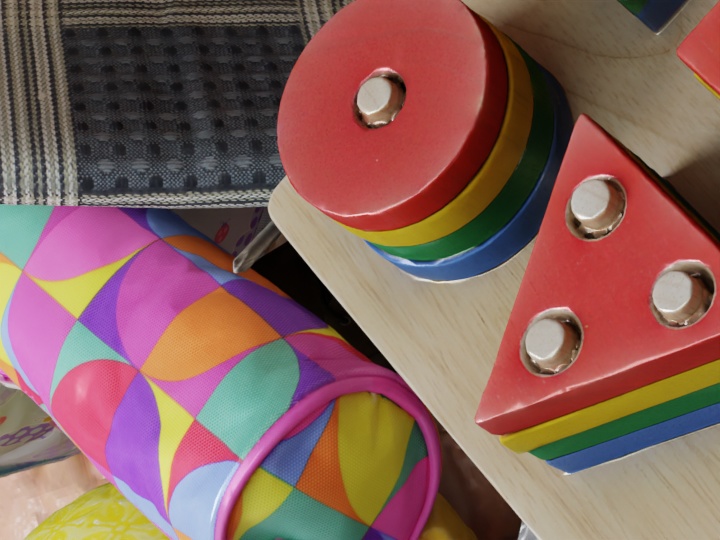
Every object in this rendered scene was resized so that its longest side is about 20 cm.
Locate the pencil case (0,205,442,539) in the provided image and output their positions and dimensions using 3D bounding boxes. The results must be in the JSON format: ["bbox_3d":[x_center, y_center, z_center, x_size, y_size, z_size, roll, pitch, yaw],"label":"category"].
[{"bbox_3d":[-0.060,0.031,0.814,0.200,0.088,0.089,32,116,48],"label":"pencil case"}]

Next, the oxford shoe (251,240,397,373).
[{"bbox_3d":[0.000,0.000,0.881,0.200,0.084,0.073,-30,63,9],"label":"oxford shoe"}]

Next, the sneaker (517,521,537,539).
[{"bbox_3d":[0.097,0.164,0.887,0.099,0.078,0.201,11,111,21],"label":"sneaker"}]

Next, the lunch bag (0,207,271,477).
[{"bbox_3d":[-0.129,-0.012,0.975,0.127,0.169,0.200,34,117,32],"label":"lunch bag"}]

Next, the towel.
[{"bbox_3d":[-0.057,-0.080,0.865,0.200,0.192,0.035,-102,14,-51],"label":"towel"}]

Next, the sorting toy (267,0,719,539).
[{"bbox_3d":[0.077,-0.038,0.687,0.199,0.070,0.200,-48,51,8],"label":"sorting toy"}]

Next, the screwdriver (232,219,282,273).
[{"bbox_3d":[-0.005,-0.038,0.862,0.028,0.200,0.029,39,127,1],"label":"screwdriver"}]

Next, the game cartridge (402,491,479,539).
[{"bbox_3d":[0.015,0.185,0.847,0.176,0.032,0.200,-36,112,14],"label":"game cartridge"}]

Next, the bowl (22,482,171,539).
[{"bbox_3d":[-0.032,0.125,0.944,0.200,0.200,0.108,2,54,38],"label":"bowl"}]
